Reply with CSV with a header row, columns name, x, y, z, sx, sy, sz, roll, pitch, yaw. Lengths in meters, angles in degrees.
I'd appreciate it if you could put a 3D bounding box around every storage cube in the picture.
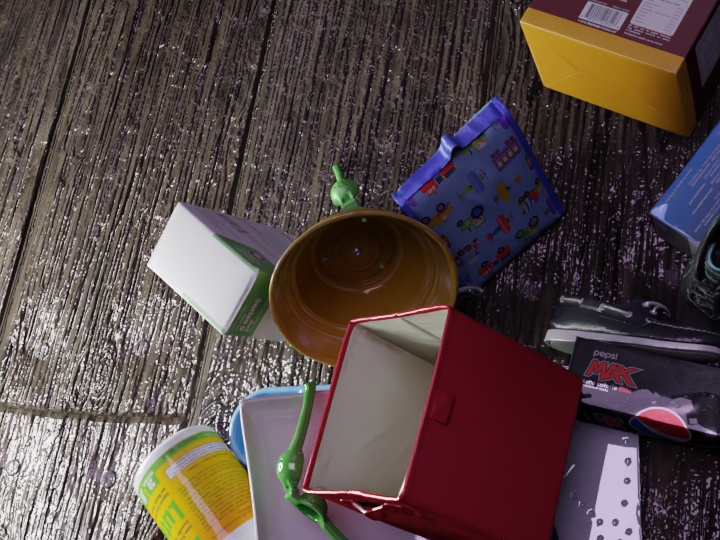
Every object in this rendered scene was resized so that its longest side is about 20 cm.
name,x,y,z,sx,sy,sz,roll,pitch,yaw
storage cube,0.080,0.153,1.021,0.170,0.178,0.203,-13,55,55

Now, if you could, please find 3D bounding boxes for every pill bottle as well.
name,x,y,z,sx,sy,sz,roll,pitch,yaw
pill bottle,-0.149,0.276,1.163,0.111,0.111,0.200,-43,64,-1

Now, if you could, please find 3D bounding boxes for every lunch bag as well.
name,x,y,z,sx,sy,sz,roll,pitch,yaw
lunch bag,0.122,-0.085,1.164,0.150,0.200,0.094,-41,58,0

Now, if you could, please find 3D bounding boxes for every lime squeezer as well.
name,x,y,z,sx,sy,sz,roll,pitch,yaw
lime squeezer,-0.006,-0.063,1.283,0.037,0.071,0.202,-22,59,-8
lime squeezer,-0.045,0.218,1.083,0.038,0.070,0.203,-34,72,43

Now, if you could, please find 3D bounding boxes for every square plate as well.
name,x,y,z,sx,sy,sz,roll,pitch,yaw
square plate,-0.019,0.224,1.119,0.194,0.028,0.204,-6,74,-11

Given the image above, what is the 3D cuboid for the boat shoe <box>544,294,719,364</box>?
name,x,y,z,sx,sy,sz,roll,pitch,yaw
boat shoe,0.275,0.055,1.087,0.198,0.075,0.061,4,73,40

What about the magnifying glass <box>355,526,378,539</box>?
name,x,y,z,sx,sy,sz,roll,pitch,yaw
magnifying glass,-0.026,0.274,1.135,0.079,0.022,0.202,-30,74,-6

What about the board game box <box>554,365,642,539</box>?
name,x,y,z,sx,sy,sz,roll,pitch,yaw
board game box,0.188,0.200,1.108,0.196,0.026,0.203,-5,65,21

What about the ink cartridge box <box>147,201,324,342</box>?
name,x,y,z,sx,sy,sz,roll,pitch,yaw
ink cartridge box,-0.117,0.009,1.218,0.145,0.199,0.088,37,104,30

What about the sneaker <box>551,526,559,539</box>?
name,x,y,z,sx,sy,sz,roll,pitch,yaw
sneaker,0.211,0.321,1.010,0.086,0.074,0.203,-18,75,6

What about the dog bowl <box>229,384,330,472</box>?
name,x,y,z,sx,sy,sz,roll,pitch,yaw
dog bowl,-0.060,0.182,1.209,0.197,0.050,0.113,-5,65,21

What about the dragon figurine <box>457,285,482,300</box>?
name,x,y,z,sx,sy,sz,roll,pitch,yaw
dragon figurine,0.049,0.060,1.207,0.197,0.059,0.101,1,78,25

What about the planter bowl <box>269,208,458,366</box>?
name,x,y,z,sx,sy,sz,roll,pitch,yaw
planter bowl,0.000,0.000,1.136,0.198,0.202,0.084,-25,36,10

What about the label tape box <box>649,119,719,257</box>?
name,x,y,z,sx,sy,sz,roll,pitch,yaw
label tape box,0.421,-0.052,1.102,0.199,0.063,0.145,38,85,31

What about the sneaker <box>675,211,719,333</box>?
name,x,y,z,sx,sy,sz,roll,pitch,yaw
sneaker,0.343,0.002,1.041,0.075,0.202,0.079,36,45,29

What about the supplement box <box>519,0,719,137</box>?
name,x,y,z,sx,sy,sz,roll,pitch,yaw
supplement box,0.322,-0.297,1.214,0.195,0.133,0.202,27,79,31

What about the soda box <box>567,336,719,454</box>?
name,x,y,z,sx,sy,sz,roll,pitch,yaw
soda box,0.299,0.126,1.050,0.197,0.064,0.072,12,69,16
